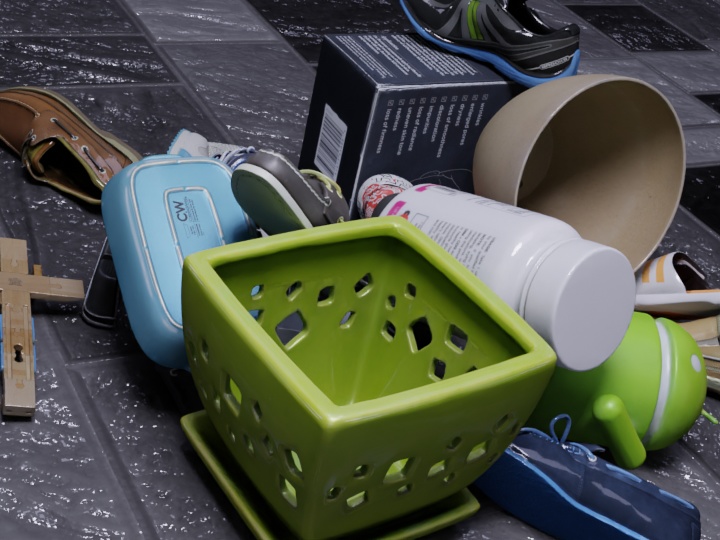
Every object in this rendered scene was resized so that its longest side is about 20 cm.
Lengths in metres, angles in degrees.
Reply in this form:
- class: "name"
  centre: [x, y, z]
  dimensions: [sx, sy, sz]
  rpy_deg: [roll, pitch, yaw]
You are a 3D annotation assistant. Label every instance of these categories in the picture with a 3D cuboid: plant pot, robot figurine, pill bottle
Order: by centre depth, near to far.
- class: "plant pot"
  centre: [-0.011, 0.095, 0.862]
  dimensions: [0.200, 0.182, 0.199]
  rpy_deg: [-11, 40, -34]
- class: "pill bottle"
  centre: [0.108, 0.005, 0.943]
  dimensions: [0.113, 0.114, 0.200]
  rpy_deg: [-14, 23, -37]
- class: "robot figurine"
  centre: [0.200, 0.088, 1.013]
  dimensions: [0.199, 0.116, 0.176]
  rpy_deg: [10, 38, -4]
- class: "plant pot"
  centre: [0.182, -0.092, 1.112]
  dimensions: [0.200, 0.201, 0.134]
  rpy_deg: [-7, 22, -30]

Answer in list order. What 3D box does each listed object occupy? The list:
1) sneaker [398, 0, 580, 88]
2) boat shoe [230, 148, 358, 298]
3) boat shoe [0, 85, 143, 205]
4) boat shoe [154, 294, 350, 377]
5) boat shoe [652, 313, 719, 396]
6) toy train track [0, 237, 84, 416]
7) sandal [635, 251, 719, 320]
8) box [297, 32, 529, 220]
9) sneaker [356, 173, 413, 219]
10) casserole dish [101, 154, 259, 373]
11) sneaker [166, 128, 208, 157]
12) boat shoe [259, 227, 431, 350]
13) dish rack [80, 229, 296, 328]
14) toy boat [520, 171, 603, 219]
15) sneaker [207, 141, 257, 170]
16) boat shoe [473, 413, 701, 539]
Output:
- class: "sneaker"
  centre: [0.127, -0.244, 1.159]
  dimensions: [0.199, 0.083, 0.071]
  rpy_deg: [29, 35, 24]
- class: "boat shoe"
  centre: [-0.042, -0.044, 0.949]
  dimensions: [0.072, 0.201, 0.061]
  rpy_deg: [27, 74, 27]
- class: "boat shoe"
  centre: [-0.308, -0.127, 1.202]
  dimensions: [0.200, 0.072, 0.068]
  rpy_deg: [26, 33, 19]
- class: "boat shoe"
  centre: [-0.076, 0.065, 0.992]
  dimensions: [0.200, 0.066, 0.070]
  rpy_deg: [1, 31, -27]
- class: "boat shoe"
  centre: [0.325, 0.070, 1.127]
  dimensions: [0.200, 0.076, 0.072]
  rpy_deg: [19, 32, 9]
- class: "toy train track"
  centre: [-0.284, 0.049, 0.980]
  dimensions: [0.114, 0.033, 0.200]
  rpy_deg: [7, 37, -24]
- class: "sandal"
  centre: [0.321, 0.013, 1.148]
  dimensions: [0.206, 0.059, 0.079]
  rpy_deg: [-3, -14, 41]
- class: "box"
  centre: [0.054, -0.128, 1.219]
  dimensions: [0.196, 0.200, 0.124]
  rpy_deg: [-6, 37, -29]
- class: "sneaker"
  centre: [0.081, -0.019, 1.137]
  dimensions: [0.201, 0.067, 0.108]
  rpy_deg: [35, 8, -25]
- class: "casserole dish"
  centre: [-0.130, -0.015, 0.941]
  dimensions: [0.121, 0.039, 0.200]
  rpy_deg: [-7, 65, -27]
- class: "sneaker"
  centre: [-0.144, -0.048, 1.048]
  dimensions: [0.081, 0.077, 0.200]
  rpy_deg: [14, 39, -16]
- class: "boat shoe"
  centre: [0.000, 0.000, 1.075]
  dimensions: [0.200, 0.064, 0.071]
  rpy_deg: [39, 27, 6]
- class: "dish rack"
  centre: [-0.139, 0.002, 1.084]
  dimensions: [0.200, 0.055, 0.154]
  rpy_deg: [12, 33, -7]
- class: "toy boat"
  centre: [0.231, -0.093, 1.275]
  dimensions: [0.131, 0.131, 0.200]
  rpy_deg: [-30, 46, -11]
- class: "sneaker"
  centre: [-0.113, -0.093, 1.174]
  dimensions: [0.200, 0.085, 0.077]
  rpy_deg: [22, 76, 29]
- class: "boat shoe"
  centre: [0.165, 0.166, 0.923]
  dimensions: [0.200, 0.084, 0.069]
  rpy_deg: [32, 53, 4]
